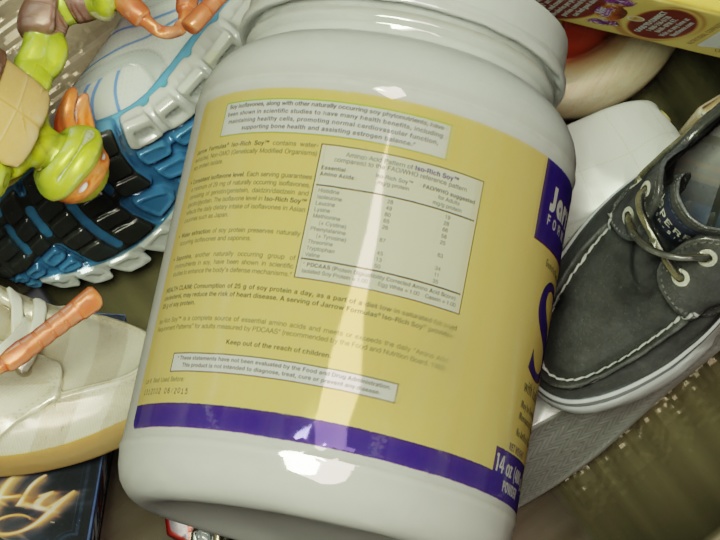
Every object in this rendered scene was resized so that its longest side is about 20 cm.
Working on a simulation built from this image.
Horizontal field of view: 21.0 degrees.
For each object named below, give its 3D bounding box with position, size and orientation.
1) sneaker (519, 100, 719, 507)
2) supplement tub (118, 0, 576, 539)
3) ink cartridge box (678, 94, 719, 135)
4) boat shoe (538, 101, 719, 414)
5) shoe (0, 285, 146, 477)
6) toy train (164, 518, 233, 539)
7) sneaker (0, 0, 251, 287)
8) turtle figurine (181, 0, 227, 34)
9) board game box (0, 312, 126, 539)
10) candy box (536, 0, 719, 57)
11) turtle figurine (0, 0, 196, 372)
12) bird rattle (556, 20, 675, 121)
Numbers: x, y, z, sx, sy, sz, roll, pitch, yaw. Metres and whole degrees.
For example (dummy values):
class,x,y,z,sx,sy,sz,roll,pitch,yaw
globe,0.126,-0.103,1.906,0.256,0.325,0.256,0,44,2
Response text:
class,x,y,z,sx,sy,sz,roll,pitch,yaw
sneaker,0.069,0.017,0.808,0.200,0.074,0.116,-38,62,6
supplement tub,0.000,0.000,0.714,0.145,0.145,0.201,12,76,0
ink cartridge box,0.254,-0.024,0.811,0.165,0.075,0.200,-34,82,-8
boat shoe,0.130,-0.022,0.709,0.200,0.066,0.070,-39,71,16
shoe,-0.166,0.037,0.730,0.199,0.054,0.070,-2,40,-8
toy train,-0.059,0.098,0.803,0.046,0.034,0.201,-5,82,10
sneaker,-0.086,-0.075,0.818,0.200,0.075,0.087,-40,46,3
turtle figurine,-0.069,-0.201,0.712,0.161,0.064,0.200,28,98,23
board game box,-0.197,0.067,0.761,0.199,0.035,0.136,3,40,-2
candy box,0.105,-0.153,0.746,0.199,0.056,0.117,11,80,-11
turtle figurine,-0.148,-0.074,0.718,0.161,0.064,0.200,34,69,-24
bird rattle,0.081,-0.145,0.833,0.199,0.113,0.164,-8,93,-16
